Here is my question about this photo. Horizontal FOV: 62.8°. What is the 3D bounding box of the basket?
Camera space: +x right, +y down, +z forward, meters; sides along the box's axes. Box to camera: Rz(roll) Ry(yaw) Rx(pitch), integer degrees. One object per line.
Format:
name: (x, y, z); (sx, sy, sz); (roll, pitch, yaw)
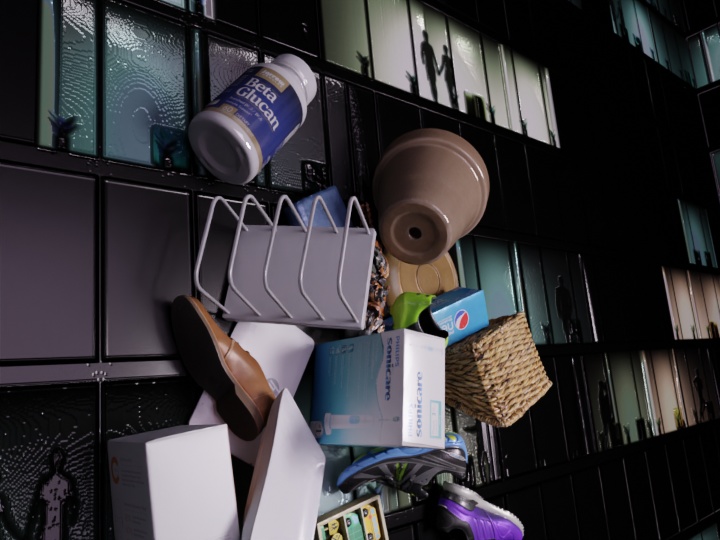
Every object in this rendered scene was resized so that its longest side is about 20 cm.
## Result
basket: (0.219, 0.180, 1.041); (0.199, 0.142, 0.151); (-21, 90, -48)

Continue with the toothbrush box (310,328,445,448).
toothbrush box: (0.020, 0.171, 0.830); (0.084, 0.199, 0.149); (16, 67, -37)

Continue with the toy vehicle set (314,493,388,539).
toy vehicle set: (-0.004, 0.444, 0.852); (0.123, 0.026, 0.204); (-7, 83, -42)

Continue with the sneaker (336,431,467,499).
sneaker: (0.060, 0.293, 0.853); (0.196, 0.071, 0.084); (-14, 82, 2)

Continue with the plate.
plate: (-0.096, 0.284, 0.737); (0.201, 0.032, 0.202); (73, 19, -46)

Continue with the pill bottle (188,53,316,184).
pill bottle: (-0.145, -0.226, 0.849); (0.111, 0.110, 0.201); (48, 52, -21)

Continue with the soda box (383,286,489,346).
soda box: (0.125, 0.092, 1.005); (0.198, 0.064, 0.069); (-21, 105, -31)

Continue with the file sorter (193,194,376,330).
file sorter: (-0.094, -0.016, 0.757); (0.125, 0.196, 0.141); (61, 34, -63)

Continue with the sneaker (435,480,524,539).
sneaker: (0.197, 0.445, 1.010); (0.199, 0.069, 0.101); (37, 64, -24)

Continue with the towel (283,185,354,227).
towel: (-0.045, -0.022, 0.927); (0.111, 0.048, 0.203); (-27, 97, -43)

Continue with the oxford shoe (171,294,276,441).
oxford shoe: (-0.174, 0.116, 0.760); (0.202, 0.071, 0.071); (59, 36, -2)

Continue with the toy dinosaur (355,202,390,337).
toy dinosaur: (0.000, 0.000, 0.883); (0.135, 0.101, 0.202); (32, 33, -57)

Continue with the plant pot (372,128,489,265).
plant pot: (0.100, -0.103, 0.946); (0.201, 0.199, 0.175); (52, 33, -18)

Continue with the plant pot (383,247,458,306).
plant pot: (0.117, 0.019, 1.075); (0.198, 0.027, 0.204); (13, 70, -39)

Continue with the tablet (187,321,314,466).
tablet: (-0.143, 0.153, 0.816); (0.130, 0.014, 0.202); (39, 56, -28)

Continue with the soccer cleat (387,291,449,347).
soccer cleat: (0.097, 0.129, 0.893); (0.067, 0.080, 0.203); (-36, 118, -51)

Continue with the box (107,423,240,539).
box: (-0.205, 0.281, 0.651); (0.096, 0.123, 0.204); (-2, 80, -42)
